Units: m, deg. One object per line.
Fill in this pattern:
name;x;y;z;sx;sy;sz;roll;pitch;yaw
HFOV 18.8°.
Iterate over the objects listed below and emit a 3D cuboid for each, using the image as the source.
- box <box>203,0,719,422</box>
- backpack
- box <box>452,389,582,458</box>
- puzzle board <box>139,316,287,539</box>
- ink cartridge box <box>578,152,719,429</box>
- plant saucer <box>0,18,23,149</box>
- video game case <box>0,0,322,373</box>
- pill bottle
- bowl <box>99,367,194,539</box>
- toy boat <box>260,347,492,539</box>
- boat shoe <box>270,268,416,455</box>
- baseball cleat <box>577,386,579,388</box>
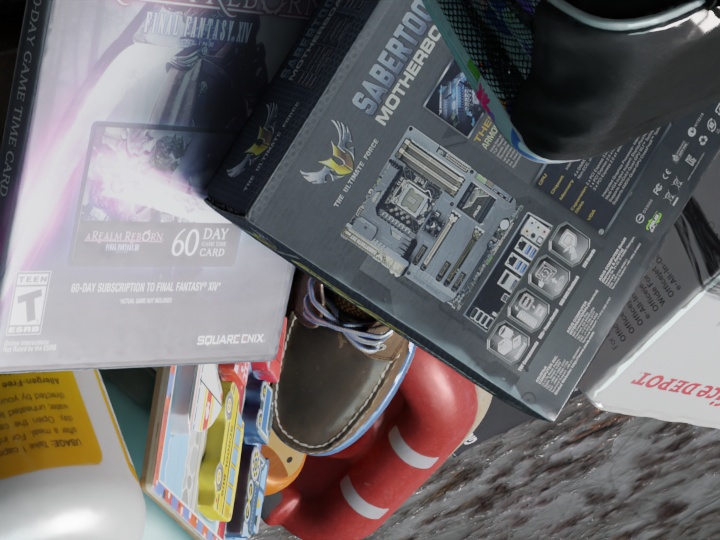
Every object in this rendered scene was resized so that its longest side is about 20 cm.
box;0.058;-0.067;0.822;0.157;0.051;0.201;33;86;-26
backpack;0.083;-0.146;0.698;0.177;0.201;0.151;-25;162;-17
box;0.115;0.030;1.316;0.198;0.050;0.200;-29;157;3
puzzle board;-0.053;0.015;0.925;0.017;0.201;0.151;3;161;11
ink cartridge box;0.188;-0.025;0.998;0.200;0.084;0.145;-45;148;23
plant saucer;-0.161;-0.041;0.878;0.199;0.035;0.200;-23;158;-10
video game case;-0.067;-0.062;0.793;0.142;0.019;0.201;0;107;-47
pill bottle;-0.147;0.070;0.822;0.112;0.201;0.113;-20;157;-9
bowl;-0.128;0.078;1.005;0.105;0.201;0.201;-47;156;0
toy boat;-0.027;0.071;1.118;0.131;0.131;0.200;-32;167;-46
boat shoe;0.000;0.000;1.003;0.072;0.072;0.201;-55;166;-74
baseball cleat;0.089;-0.007;1.076;0.069;0.107;0.200;-16;142;-2
